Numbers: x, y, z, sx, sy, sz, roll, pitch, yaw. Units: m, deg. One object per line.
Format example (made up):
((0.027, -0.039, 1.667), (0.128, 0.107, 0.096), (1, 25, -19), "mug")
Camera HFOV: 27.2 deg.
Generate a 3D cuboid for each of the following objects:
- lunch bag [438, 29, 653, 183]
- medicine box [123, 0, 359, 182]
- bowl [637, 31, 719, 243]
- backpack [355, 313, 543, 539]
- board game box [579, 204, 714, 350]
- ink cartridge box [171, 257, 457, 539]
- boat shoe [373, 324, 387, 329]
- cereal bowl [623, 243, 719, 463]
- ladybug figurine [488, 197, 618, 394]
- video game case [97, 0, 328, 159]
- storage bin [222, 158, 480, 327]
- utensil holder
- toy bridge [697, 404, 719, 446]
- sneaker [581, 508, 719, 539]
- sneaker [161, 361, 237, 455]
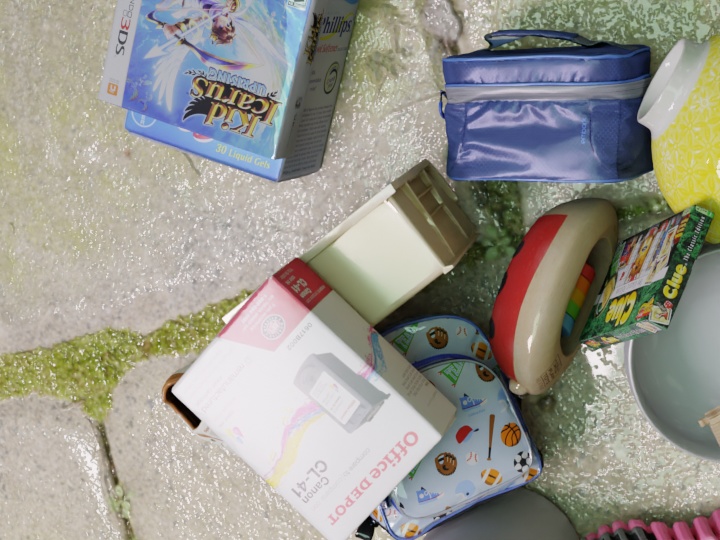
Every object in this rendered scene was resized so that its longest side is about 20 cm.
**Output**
((0.164, -0.152, 1.351), (0.199, 0.136, 0.133), (3, 100, 23), "lunch bag")
((-0.117, -0.212, 1.473), (0.181, 0.103, 0.201), (19, 107, 18), "medicine box")
((0.298, -0.135, 1.251), (0.107, 0.200, 0.201), (28, 110, -3), "bowl")
((0.063, 0.138, 1.395), (0.199, 0.154, 0.191), (-23, 86, -13), "backpack")
((0.241, 0.010, 1.275), (0.023, 0.200, 0.105), (22, 80, -4), "board game box")
((-0.038, 0.112, 1.281), (0.200, 0.086, 0.148), (43, 107, 4), "ink cartridge box")
((0.033, 0.153, 1.499), (0.065, 0.072, 0.201), (-13, 102, 44), "boat shoe")
((0.331, 0.066, 1.335), (0.199, 0.083, 0.201), (0, 105, 1), "cereal bowl")
((0.173, 0.020, 1.365), (0.072, 0.136, 0.201), (18, 68, 25), "ladybug figurine")
((-0.138, -0.220, 1.400), (0.199, 0.045, 0.182), (20, 107, 18), "video game case")
((0.000, 0.000, 1.396), (0.200, 0.199, 0.094), (-39, 91, 17), "storage bin")
((0.118, 0.312, 1.413), (0.169, 0.200, 0.171), (5, 103, 19), "utensil holder")
((0.383, 0.089, 1.284), (0.199, 0.027, 0.067), (-27, 101, 7), "toy bridge")
((0.296, 0.283, 1.396), (0.199, 0.079, 0.096), (-8, 113, 7), "sneaker")
((-0.125, 0.171, 1.556), (0.199, 0.085, 0.073), (29, 107, 13), "sneaker")
